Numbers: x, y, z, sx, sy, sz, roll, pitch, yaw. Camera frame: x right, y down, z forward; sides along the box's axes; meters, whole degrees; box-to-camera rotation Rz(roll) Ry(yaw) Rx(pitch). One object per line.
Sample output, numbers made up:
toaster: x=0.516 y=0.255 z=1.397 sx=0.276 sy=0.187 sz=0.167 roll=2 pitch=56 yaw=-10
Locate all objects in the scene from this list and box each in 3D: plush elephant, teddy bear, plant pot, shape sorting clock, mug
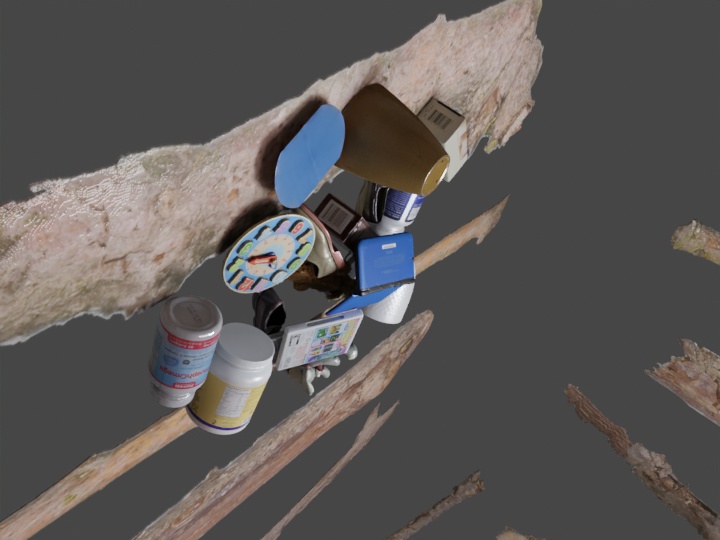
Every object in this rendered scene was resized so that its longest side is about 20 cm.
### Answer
plush elephant: x=-0.124 y=0.232 z=1.801 sx=0.200 sy=0.165 sz=0.155 roll=-4 pitch=118 yaw=-30
teddy bear: x=-0.084 y=0.012 z=1.570 sx=0.145 sy=0.200 sz=0.067 roll=-30 pitch=-130 yaw=50
plant pot: x=0.070 y=-0.237 z=1.386 sx=0.186 sy=0.200 sz=0.186 roll=-46 pitch=160 yaw=-21
shape sorting clock: x=-0.171 y=-0.029 z=1.330 sx=0.200 sy=0.039 sz=0.200 roll=-27 pitch=152 yaw=-16
mug: x=0.056 y=0.034 z=1.935 sx=0.200 sy=0.148 sz=0.175 roll=9 pitch=111 yaw=-35

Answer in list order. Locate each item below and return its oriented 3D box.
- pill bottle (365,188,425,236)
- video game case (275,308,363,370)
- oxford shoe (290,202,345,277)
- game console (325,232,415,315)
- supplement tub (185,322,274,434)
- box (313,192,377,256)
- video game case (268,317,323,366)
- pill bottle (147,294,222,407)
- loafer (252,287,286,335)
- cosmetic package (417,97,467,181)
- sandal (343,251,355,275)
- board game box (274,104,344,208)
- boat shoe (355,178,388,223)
pill bottle: x=0.091 y=-0.177 z=1.665 sx=0.116 sy=0.116 sz=0.200 roll=-26 pitch=147 yaw=-54
video game case: x=-0.099 y=0.163 z=1.624 sx=0.182 sy=0.024 sz=0.200 roll=-12 pitch=152 yaw=-21
oxford shoe: x=-0.100 y=-0.059 z=1.417 sx=0.075 sy=0.070 sz=0.200 roll=-35 pitch=127 yaw=-6
game console: x=0.019 y=0.007 z=1.553 sx=0.200 sy=0.118 sz=0.171 roll=-12 pitch=102 yaw=-51
supplement tub: x=-0.269 y=0.223 z=1.449 sx=0.145 sy=0.145 sz=0.200 roll=-23 pitch=143 yaw=-57
box: x=-0.029 y=-0.090 z=1.556 sx=0.075 sy=0.100 sz=0.200 roll=-53 pitch=160 yaw=0
video game case: x=-0.178 y=0.179 z=1.642 sx=0.200 sy=0.018 sz=0.143 roll=-17 pitch=150 yaw=-12
pill bottle: x=-0.320 y=0.149 z=1.256 sx=0.109 sy=0.109 sz=0.200 roll=-30 pitch=149 yaw=-51
loafer: x=-0.195 y=0.102 z=1.542 sx=0.072 sy=0.063 sz=0.200 roll=-44 pitch=159 yaw=-23
cosmetic package: x=0.197 y=-0.314 z=1.704 sx=0.087 sy=0.103 sz=0.200 roll=-50 pitch=162 yaw=-9
sandal: x=-0.012 y=-0.033 z=1.719 sx=0.076 sy=0.043 sz=0.200 roll=-13 pitch=163 yaw=-41
board game box: x=-0.104 y=-0.213 z=1.266 sx=0.200 sy=0.039 sz=0.158 roll=-53 pitch=157 yaw=-18
boat shoe: x=0.045 y=-0.200 z=1.558 sx=0.072 sy=0.065 sz=0.200 roll=-14 pitch=124 yaw=-62
